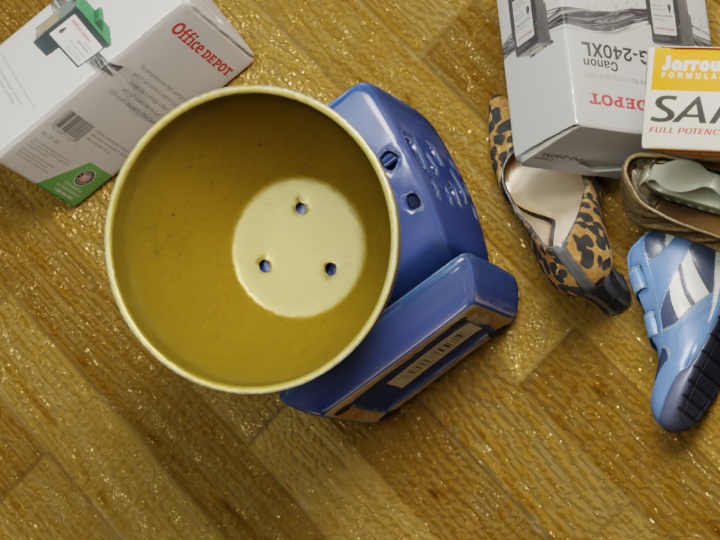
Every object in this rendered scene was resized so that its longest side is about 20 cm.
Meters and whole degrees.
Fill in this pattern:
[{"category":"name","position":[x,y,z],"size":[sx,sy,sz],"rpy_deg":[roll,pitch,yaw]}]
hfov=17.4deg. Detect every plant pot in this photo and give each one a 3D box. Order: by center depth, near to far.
[{"category":"plant pot","position":[-0.057,-0.019,1.597],"size":[0.198,0.142,0.202],"rpy_deg":[0,89,13]},{"category":"plant pot","position":[0.000,0.000,1.752],"size":[0.200,0.200,0.180],"rpy_deg":[-37,75,9]}]

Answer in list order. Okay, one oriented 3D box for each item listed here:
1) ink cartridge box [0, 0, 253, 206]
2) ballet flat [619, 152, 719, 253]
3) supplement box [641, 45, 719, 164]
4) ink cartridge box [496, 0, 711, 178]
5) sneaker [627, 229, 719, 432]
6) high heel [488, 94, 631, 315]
[{"category":"ink cartridge box","position":[-0.204,-0.158,1.886],"size":[0.200,0.146,0.085],"rpy_deg":[-38,67,7]},{"category":"ballet flat","position":[0.267,-0.045,1.654],"size":[0.199,0.072,0.068],"rpy_deg":[20,75,30]},{"category":"supplement box","position":[0.292,-0.109,1.643],"size":[0.125,0.200,0.074],"rpy_deg":[4,90,31]},{"category":"ink cartridge box","position":[0.181,-0.178,1.743],"size":[0.083,0.144,0.202],"rpy_deg":[-27,64,53]},{"category":"sneaker","position":[0.234,0.021,1.727],"size":[0.082,0.074,0.201],"rpy_deg":[8,72,22]},{"category":"high heel","position":[0.134,-0.065,1.742],"size":[0.071,0.142,0.201],"rpy_deg":[-33,69,10]}]
